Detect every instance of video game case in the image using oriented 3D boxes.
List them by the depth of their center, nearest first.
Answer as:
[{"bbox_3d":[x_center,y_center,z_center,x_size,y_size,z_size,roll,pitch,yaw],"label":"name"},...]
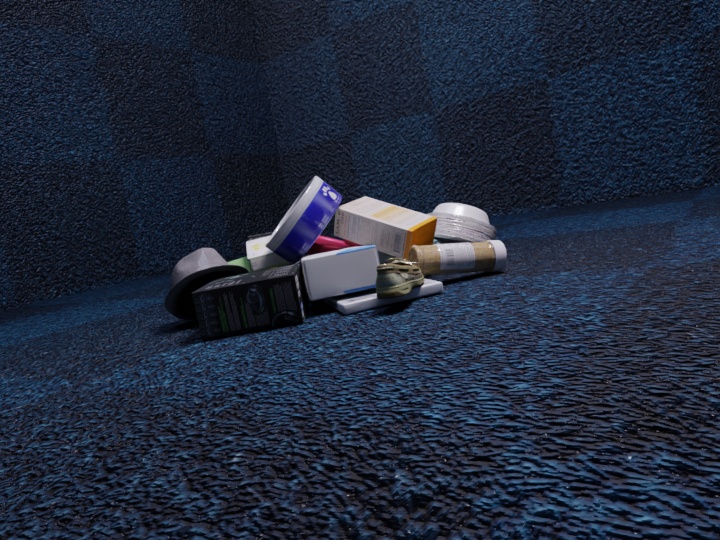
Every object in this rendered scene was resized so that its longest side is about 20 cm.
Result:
[{"bbox_3d":[0.038,0.045,1.056,0.200,0.023,0.182,-13,7,-15],"label":"video game case"}]

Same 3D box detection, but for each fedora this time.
[{"bbox_3d":[-0.345,0.019,1.146,0.177,0.090,0.200,-6,-36,-43],"label":"fedora"}]

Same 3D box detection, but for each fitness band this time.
[{"bbox_3d":[-0.075,-0.062,1.344,0.143,0.037,0.200,-2,13,-23],"label":"fitness band"}]

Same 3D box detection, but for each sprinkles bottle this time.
[{"bbox_3d":[0.205,-0.026,1.110,0.200,0.068,0.068,-4,5,-14],"label":"sprinkles bottle"}]

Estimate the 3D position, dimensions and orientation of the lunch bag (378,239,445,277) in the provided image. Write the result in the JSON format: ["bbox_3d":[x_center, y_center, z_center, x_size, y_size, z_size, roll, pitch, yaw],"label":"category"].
[{"bbox_3d":[0.123,-0.043,1.291,0.160,0.077,0.200,17,20,24],"label":"lunch bag"}]

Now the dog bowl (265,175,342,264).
[{"bbox_3d":[-0.130,-0.115,1.212,0.200,0.079,0.200,-51,13,16],"label":"dog bowl"}]

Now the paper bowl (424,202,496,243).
[{"bbox_3d":[0.261,-0.113,1.400,0.200,0.104,0.201,12,-5,1],"label":"paper bowl"}]

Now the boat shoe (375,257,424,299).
[{"bbox_3d":[0.074,0.004,0.978,0.073,0.063,0.200,-9,7,15],"label":"boat shoe"}]

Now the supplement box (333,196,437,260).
[{"bbox_3d":[0.056,-0.100,1.201,0.200,0.074,0.126,21,29,28],"label":"supplement box"}]

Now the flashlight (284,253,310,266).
[{"bbox_3d":[-0.202,0.005,1.336,0.200,0.068,0.068,-26,-13,-20],"label":"flashlight"}]

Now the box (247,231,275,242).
[{"bbox_3d":[-0.211,-0.038,1.517,0.200,0.161,0.049,-11,6,-1],"label":"box"}]

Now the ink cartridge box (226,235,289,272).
[{"bbox_3d":[-0.282,-0.033,1.336,0.200,0.048,0.146,-14,22,-8],"label":"ink cartridge box"}]

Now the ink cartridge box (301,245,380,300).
[{"bbox_3d":[-0.044,0.000,1.084,0.146,0.086,0.200,-12,2,-6],"label":"ink cartridge box"}]

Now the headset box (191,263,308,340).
[{"bbox_3d":[-0.209,0.057,1.010,0.200,0.093,0.174,-10,7,-2],"label":"headset box"}]
